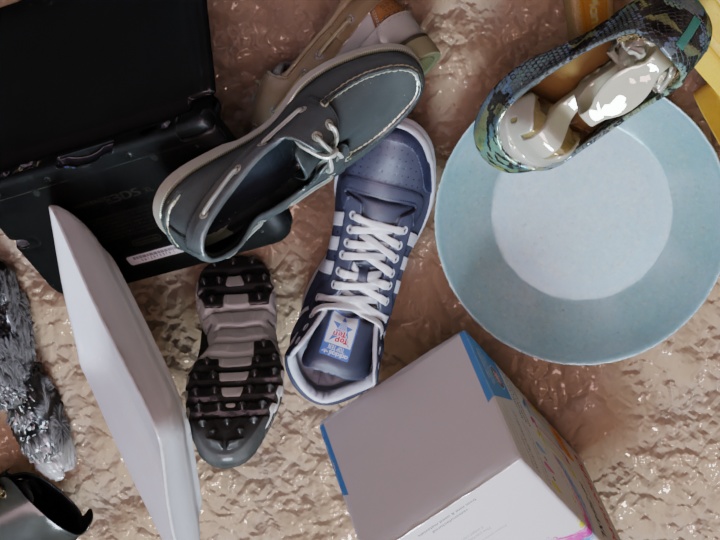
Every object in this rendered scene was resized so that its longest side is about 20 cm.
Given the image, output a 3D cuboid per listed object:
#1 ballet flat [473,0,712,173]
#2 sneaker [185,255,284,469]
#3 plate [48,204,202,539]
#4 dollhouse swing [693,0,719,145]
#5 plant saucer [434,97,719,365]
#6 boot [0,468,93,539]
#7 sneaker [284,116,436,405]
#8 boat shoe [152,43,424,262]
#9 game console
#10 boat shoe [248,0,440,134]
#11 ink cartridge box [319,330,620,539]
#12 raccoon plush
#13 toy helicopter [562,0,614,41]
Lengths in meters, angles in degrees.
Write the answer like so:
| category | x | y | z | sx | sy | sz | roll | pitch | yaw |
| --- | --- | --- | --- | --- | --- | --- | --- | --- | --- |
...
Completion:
| category | x | y | z | sx | sy | sz | roll | pitch | yaw |
| --- | --- | --- | --- | --- | --- | --- | --- | --- | --- |
| ballet flat | 0.137 | -0.108 | 1.594 | 0.074 | 0.074 | 0.200 | 43 | 130 | -11 |
| sneaker | -0.082 | 0.080 | 1.703 | 0.066 | 0.201 | 0.091 | -3 | 125 | 1 |
| plate | -0.150 | 0.079 | 1.678 | 0.032 | 0.200 | 0.201 | -21 | 147 | -12 |
| dollhouse swing | 0.306 | -0.130 | 1.583 | 0.199 | 0.182 | 0.176 | -34 | 145 | 16 |
| plant saucer | 0.150 | -0.037 | 1.706 | 0.199 | 0.039 | 0.203 | 1 | 104 | 4 |
| boot | -0.303 | 0.171 | 1.808 | 0.199 | 0.078 | 0.138 | 30 | 120 | -20 |
| sneaker | 0.000 | 0.000 | 1.680 | 0.070 | 0.109 | 0.201 | 17 | 126 | -3 |
| boat shoe | -0.036 | -0.070 | 1.597 | 0.199 | 0.062 | 0.073 | -33 | 127 | -8 |
| game console | -0.157 | -0.095 | 1.691 | 0.199 | 0.117 | 0.176 | -14 | 131 | 29 |
| boat shoe | -0.036 | -0.109 | 1.692 | 0.200 | 0.075 | 0.069 | -40 | 79 | 21 |
| ink cartridge box | 0.087 | 0.165 | 1.715 | 0.125 | 0.129 | 0.200 | -34 | 133 | 11 |
| raccoon plush | -0.299 | 0.079 | 1.775 | 0.133 | 0.097 | 0.201 | -11 | 110 | 18 |
| toy helicopter | 0.154 | -0.199 | 1.623 | 0.131 | 0.079 | 0.201 | -13 | 112 | -14 |
